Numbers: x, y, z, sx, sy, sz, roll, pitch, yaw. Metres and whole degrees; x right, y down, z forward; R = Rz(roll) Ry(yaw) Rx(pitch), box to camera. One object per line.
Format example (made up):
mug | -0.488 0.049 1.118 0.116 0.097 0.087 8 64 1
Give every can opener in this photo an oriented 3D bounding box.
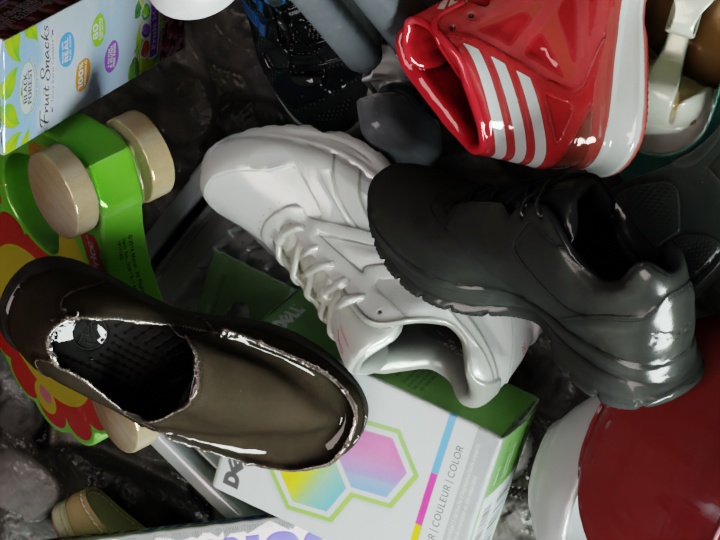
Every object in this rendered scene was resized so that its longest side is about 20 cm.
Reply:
can opener | 0.013 -0.103 1.431 0.053 0.200 0.067 -10 73 13

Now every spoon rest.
spoon rest | 0.130 0.065 1.496 0.060 0.099 0.201 13 103 21

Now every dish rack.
dish rack | -0.050 0.033 1.591 0.172 0.044 0.200 44 121 4

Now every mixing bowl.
mixing bowl | 0.178 0.098 1.434 0.108 0.200 0.201 31 120 28

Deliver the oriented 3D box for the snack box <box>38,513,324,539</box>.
snack box | -0.088 0.176 1.606 0.199 0.024 0.072 -8 92 17

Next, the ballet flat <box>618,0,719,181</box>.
ballet flat | 0.156 -0.116 1.422 0.067 0.070 0.201 20 117 14

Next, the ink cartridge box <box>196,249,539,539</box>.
ink cartridge box | -0.016 0.080 1.534 0.199 0.059 0.104 25 118 15

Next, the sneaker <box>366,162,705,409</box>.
sneaker | 0.085 -0.015 1.385 0.199 0.076 0.091 27 136 31

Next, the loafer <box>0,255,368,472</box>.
loafer | -0.086 0.059 1.439 0.199 0.071 0.073 19 105 -19

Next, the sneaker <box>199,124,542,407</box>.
sneaker | 0.000 0.000 1.466 0.199 0.100 0.078 26 146 6

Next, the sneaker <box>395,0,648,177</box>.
sneaker | 0.079 -0.148 1.387 0.078 0.115 0.201 -19 71 60

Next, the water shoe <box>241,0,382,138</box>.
water shoe | -0.044 -0.156 1.497 0.071 0.079 0.201 -6 106 27

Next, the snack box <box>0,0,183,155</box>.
snack box | -0.209 -0.131 1.515 0.168 0.200 0.068 11 113 22

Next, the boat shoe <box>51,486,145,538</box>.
boat shoe | -0.090 0.189 1.659 0.200 0.074 0.069 44 106 6

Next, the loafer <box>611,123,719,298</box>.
loafer | 0.179 -0.030 1.426 0.200 0.063 0.072 -41 60 20

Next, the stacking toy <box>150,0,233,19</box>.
stacking toy | -0.033 -0.201 1.390 0.146 0.146 0.200 42 78 5

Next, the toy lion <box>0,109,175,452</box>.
toy lion | -0.156 0.004 1.550 0.191 0.068 0.201 19 130 52
